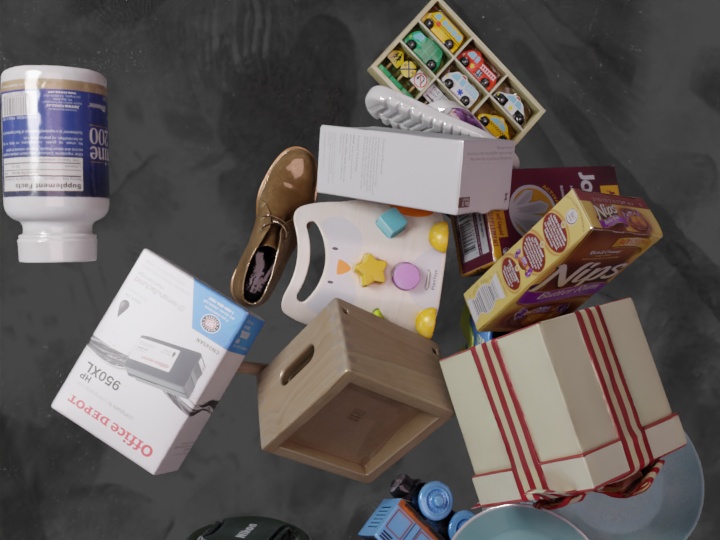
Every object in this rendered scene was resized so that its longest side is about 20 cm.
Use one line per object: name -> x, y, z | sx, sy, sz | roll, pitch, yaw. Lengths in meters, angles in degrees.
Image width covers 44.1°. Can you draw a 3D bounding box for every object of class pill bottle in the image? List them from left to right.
pill bottle -> -0.327, -0.111, 0.957 | 0.109, 0.111, 0.203 | -1, 93, -13

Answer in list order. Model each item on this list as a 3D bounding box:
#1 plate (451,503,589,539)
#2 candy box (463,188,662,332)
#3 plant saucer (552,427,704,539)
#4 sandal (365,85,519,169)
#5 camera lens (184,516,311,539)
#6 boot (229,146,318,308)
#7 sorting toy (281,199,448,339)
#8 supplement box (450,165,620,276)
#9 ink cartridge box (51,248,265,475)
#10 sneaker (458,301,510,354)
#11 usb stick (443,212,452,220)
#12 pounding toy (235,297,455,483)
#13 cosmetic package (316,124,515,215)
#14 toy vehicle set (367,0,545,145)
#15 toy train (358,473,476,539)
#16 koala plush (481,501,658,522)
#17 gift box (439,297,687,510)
plate -> 0.188, 0.362, 1.003 | 0.198, 0.026, 0.203 | 0, 91, 22
candy box -> 0.219, -0.004, 0.980 | 0.115, 0.200, 0.057 | 3, 53, -34
plant saucer -> 0.298, 0.242, 1.041 | 0.198, 0.039, 0.204 | 0, 64, 0
sandal -> 0.104, -0.175, 1.048 | 0.201, 0.082, 0.050 | 26, 75, -6
camera lens -> -0.129, 0.392, 1.001 | 0.158, 0.160, 0.203 | 0, 93, -13
boot -> -0.094, -0.050, 1.034 | 0.073, 0.075, 0.202 | 20, 86, -10
sorting toy -> 0.000, 0.000, 1.038 | 0.178, 0.107, 0.203 | 8, 91, -16
supplement box -> 0.214, -0.061, 1.073 | 0.197, 0.086, 0.112 | -5, 81, -24
ink cartridge box -> -0.221, 0.102, 0.984 | 0.144, 0.084, 0.202 | 30, 86, 10
sneaker -> 0.163, 0.131, 1.086 | 0.075, 0.105, 0.203 | -9, 94, -12
usb stick -> 0.186, -0.038, 1.121 | 0.199, 0.033, 0.056 | 38, 78, -11
pounding toy -> -0.035, 0.132, 1.009 | 0.183, 0.143, 0.200 | 25, 125, -32
cosmetic package -> 0.059, -0.115, 0.988 | 0.112, 0.198, 0.082 | -11, 107, -52
toy vehicle set -> 0.120, -0.222, 1.101 | 0.200, 0.026, 0.124 | 43, 83, -11
toy train -> 0.097, 0.342, 1.078 | 0.200, 0.087, 0.114 | 45, 69, -4
koala plush -> 0.255, 0.318, 1.108 | 0.177, 0.184, 0.201 | -35, 79, -18
gift box -> 0.196, 0.154, 0.925 | 0.198, 0.184, 0.189 | -13, 79, -33
